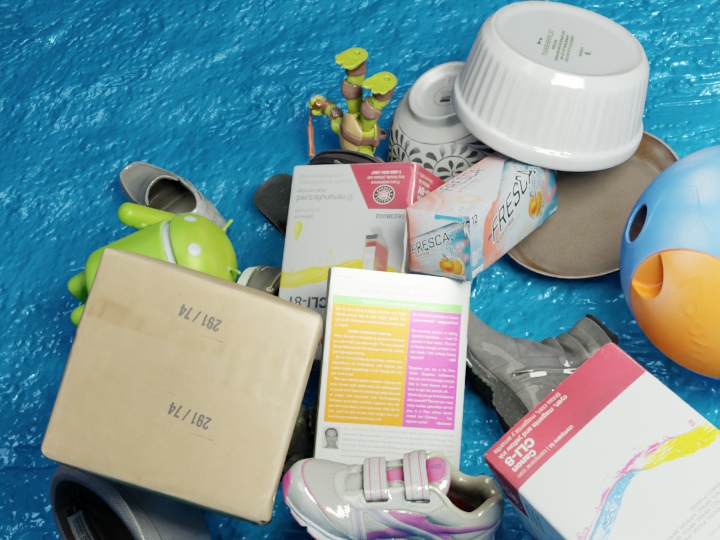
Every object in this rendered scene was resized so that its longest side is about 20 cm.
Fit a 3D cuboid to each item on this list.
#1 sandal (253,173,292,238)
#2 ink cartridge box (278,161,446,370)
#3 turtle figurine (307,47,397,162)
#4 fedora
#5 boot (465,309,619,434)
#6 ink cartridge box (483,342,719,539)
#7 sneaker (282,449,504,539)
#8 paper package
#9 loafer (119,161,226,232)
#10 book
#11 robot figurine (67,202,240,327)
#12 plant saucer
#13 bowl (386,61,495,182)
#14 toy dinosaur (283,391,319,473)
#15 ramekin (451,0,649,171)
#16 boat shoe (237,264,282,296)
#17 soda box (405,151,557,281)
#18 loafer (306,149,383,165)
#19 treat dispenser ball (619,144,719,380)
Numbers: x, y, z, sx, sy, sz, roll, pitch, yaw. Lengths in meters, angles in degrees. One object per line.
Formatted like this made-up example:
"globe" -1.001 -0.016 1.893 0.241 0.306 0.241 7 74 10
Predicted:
"sandal" -0.064 -0.058 1.255 0.075 0.048 0.200 -43 48 -11
"ink cartridge box" 0.000 0.000 1.101 0.144 0.083 0.202 1 80 28
"turtle figurine" 0.002 -0.159 1.252 0.064 0.162 0.201 -12 51 -24
"fedora" -0.205 0.244 1.028 0.090 0.178 0.199 -26 32 -37
"boot" 0.165 0.077 1.033 0.131 0.070 0.201 -30 58 -4
"ink cartridge box" 0.224 0.191 0.848 0.144 0.146 0.200 -39 47 -8
"sneaker" 0.033 0.185 0.915 0.198 0.089 0.082 14 33 -18
"paper package" -0.146 0.099 0.944 0.198 0.103 0.192 16 80 -2
"loafer" -0.238 -0.093 1.352 0.199 0.070 0.070 29 70 39
"book" 0.028 0.104 0.990 0.132 0.048 0.202 5 85 -5
"robot figurine" -0.226 0.010 1.230 0.199 0.116 0.176 -22 55 10
"plant saucer" 0.235 -0.066 1.129 0.199 0.032 0.201 -14 48 16
"bowl" 0.109 -0.170 1.231 0.199 0.094 0.202 -13 50 15
"toy dinosaur" -0.088 0.158 1.035 0.198 0.103 0.077 -1 34 -22
"ramekin" 0.198 -0.194 1.109 0.200 0.095 0.203 7 39 -6
"boat shoe" -0.111 0.076 1.154 0.060 0.072 0.203 -7 47 26
"soda box" 0.120 -0.058 1.050 0.068 0.064 0.200 10 27 31
"loafer" 0.015 -0.073 1.183 0.199 0.072 0.063 27 33 23
"treat dispenser ball" 0.320 -0.007 0.924 0.199 0.201 0.202 -13 49 16
